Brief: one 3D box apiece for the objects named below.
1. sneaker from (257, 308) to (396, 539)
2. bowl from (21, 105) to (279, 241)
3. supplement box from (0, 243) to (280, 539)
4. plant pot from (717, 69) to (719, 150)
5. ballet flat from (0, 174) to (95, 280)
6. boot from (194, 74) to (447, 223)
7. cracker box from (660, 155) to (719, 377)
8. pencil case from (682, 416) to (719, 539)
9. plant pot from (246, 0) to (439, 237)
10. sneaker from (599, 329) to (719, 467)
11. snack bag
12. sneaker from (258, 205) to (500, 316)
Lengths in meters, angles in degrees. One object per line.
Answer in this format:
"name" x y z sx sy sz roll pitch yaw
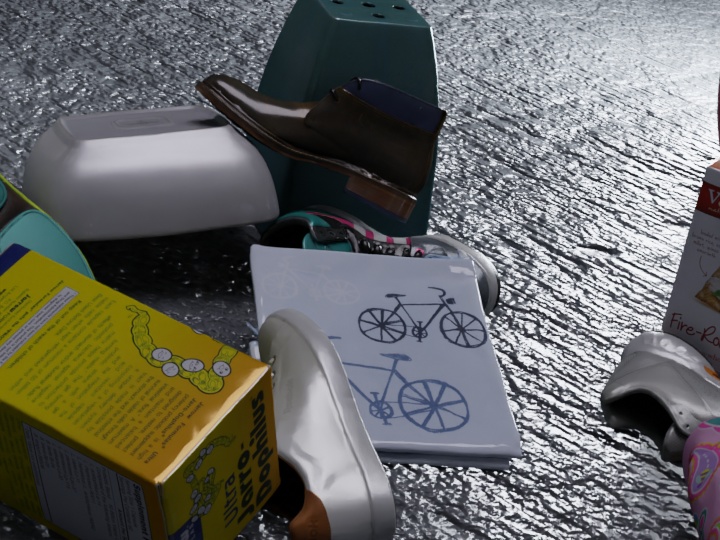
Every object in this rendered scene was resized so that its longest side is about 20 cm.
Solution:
"sneaker" -0.047 0.100 1.184 0.084 0.073 0.201 -10 42 -16
"bowl" -0.174 -0.083 1.470 0.198 0.075 0.200 -7 14 -14
"supplement box" -0.159 0.087 1.101 0.199 0.110 0.110 24 50 24
"plant pot" 0.475 -0.179 1.937 0.177 0.202 0.200 4 20 21
"ballet flat" -0.270 -0.029 1.356 0.200 0.067 0.067 48 53 -4
"boot" -0.028 -0.127 1.460 0.199 0.098 0.075 30 4 -9
"cracker box" 0.301 0.027 1.370 0.133 0.202 0.058 22 26 23
"pencil case" 0.262 0.169 1.189 0.086 0.088 0.200 11 23 -3
"plant pot" -0.010 -0.132 1.572 0.140 0.202 0.141 3 26 -21
"sneaker" 0.263 0.120 1.329 0.199 0.076 0.092 22 40 26
"snack bag" 0.009 0.058 1.319 0.187 0.022 0.201 3 45 -15
"sneaker" 0.000 0.000 1.428 0.198 0.084 0.120 16 18 28
